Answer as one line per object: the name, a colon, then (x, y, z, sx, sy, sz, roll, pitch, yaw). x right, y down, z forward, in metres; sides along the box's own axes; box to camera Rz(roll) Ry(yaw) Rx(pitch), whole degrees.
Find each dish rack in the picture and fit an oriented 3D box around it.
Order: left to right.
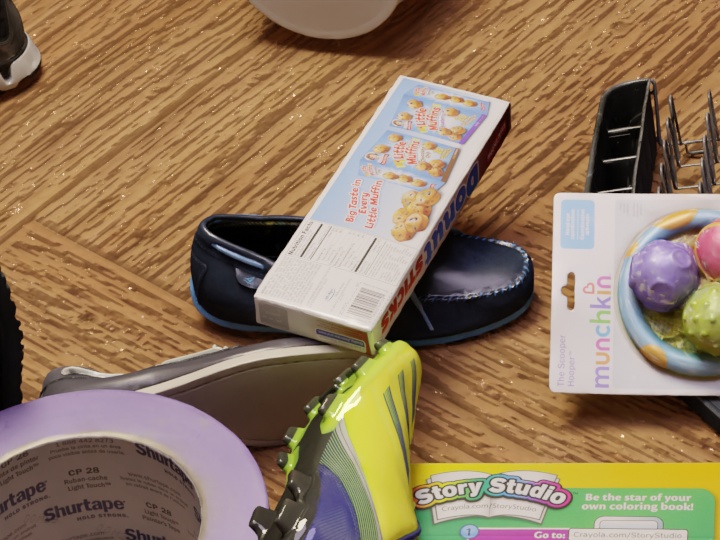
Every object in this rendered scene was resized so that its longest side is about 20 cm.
dish rack: (0.236, -0.063, 1.524, 0.199, 0.055, 0.154, -6, 32, 14)

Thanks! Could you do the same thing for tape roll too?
tape roll: (-0.140, 0.159, 1.340, 0.199, 0.085, 0.200, -4, 42, 3)

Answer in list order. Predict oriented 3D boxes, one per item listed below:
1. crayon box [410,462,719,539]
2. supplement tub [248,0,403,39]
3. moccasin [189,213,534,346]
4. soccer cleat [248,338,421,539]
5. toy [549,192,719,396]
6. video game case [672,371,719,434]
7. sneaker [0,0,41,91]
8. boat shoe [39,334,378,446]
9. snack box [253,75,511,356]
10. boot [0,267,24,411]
crayon box: (0.099, 0.174, 1.307, 0.199, 0.058, 0.173, 0, 41, 10)
supplement tub: (-0.002, -0.260, 1.737, 0.144, 0.145, 0.200, 8, 44, 17)
moccasin: (0.000, 0.000, 1.504, 0.199, 0.068, 0.081, -3, 41, 1)
soccer cleat: (0.001, 0.109, 1.324, 0.084, 0.065, 0.200, 38, 34, -8)
toy: (0.203, 0.008, 1.423, 0.199, 0.047, 0.116, 2, 72, 4)
video game case: (0.247, 0.012, 1.496, 0.200, 0.019, 0.143, -27, 46, -19)
sneaker: (-0.304, -0.136, 1.683, 0.200, 0.091, 0.066, -24, 44, -18)
boat shoe: (-0.084, 0.060, 1.451, 0.199, 0.073, 0.063, -14, 45, 0)
snack box: (0.015, -0.035, 1.474, 0.072, 0.024, 0.200, 15, 47, 20)
boot: (-0.260, 0.075, 1.367, 0.168, 0.200, 0.076, -34, 54, -30)
